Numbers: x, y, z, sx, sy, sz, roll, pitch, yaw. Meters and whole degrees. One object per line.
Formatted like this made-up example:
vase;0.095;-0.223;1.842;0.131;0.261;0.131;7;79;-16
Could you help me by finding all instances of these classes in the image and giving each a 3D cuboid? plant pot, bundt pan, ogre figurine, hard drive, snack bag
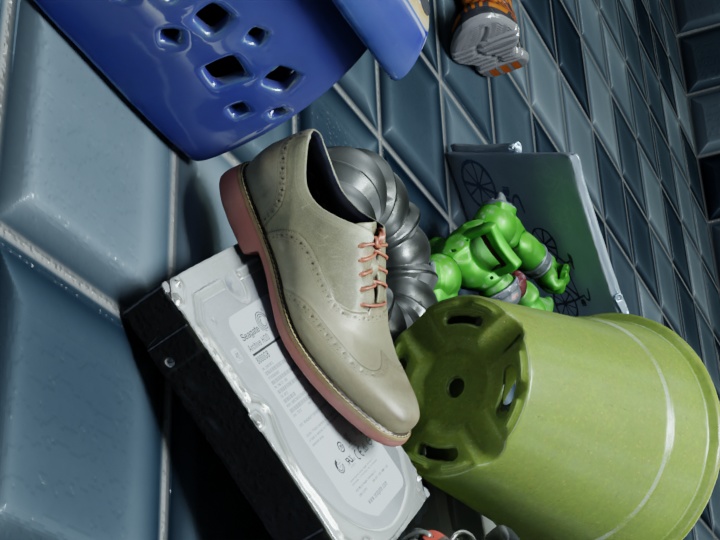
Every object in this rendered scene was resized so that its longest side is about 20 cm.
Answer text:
plant pot;-0.067;-0.211;0.846;0.200;0.180;0.200;48;36;-52
bundt pan;0.000;0.000;1.033;0.202;0.076;0.202;-14;90;-70
ogre figurine;0.110;0.013;1.262;0.200;0.098;0.120;-33;109;-21
plant pot;0.116;0.100;0.984;0.190;0.200;0.200;26;52;-47
hard drive;-0.042;0.081;0.844;0.200;0.038;0.140;56;23;0
snack bag;0.170;-0.035;1.369;0.021;0.200;0.189;-28;107;-27

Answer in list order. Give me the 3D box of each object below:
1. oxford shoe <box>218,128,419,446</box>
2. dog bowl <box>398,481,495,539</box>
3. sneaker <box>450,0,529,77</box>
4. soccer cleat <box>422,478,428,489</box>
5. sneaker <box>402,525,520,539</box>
oxford shoe;-0.012;0.008;0.854;0.200;0.075;0.070;60;23;10
dog bowl;0.083;0.222;1.099;0.200;0.059;0.200;53;25;-38
sneaker;0.127;-0.282;1.550;0.200;0.078;0.112;23;51;-77
soccer cleat;-0.013;0.148;0.940;0.084;0.065;0.200;59;23;-3
sneaker;0.031;0.192;0.816;0.200;0.077;0.082;-3;56;-48
